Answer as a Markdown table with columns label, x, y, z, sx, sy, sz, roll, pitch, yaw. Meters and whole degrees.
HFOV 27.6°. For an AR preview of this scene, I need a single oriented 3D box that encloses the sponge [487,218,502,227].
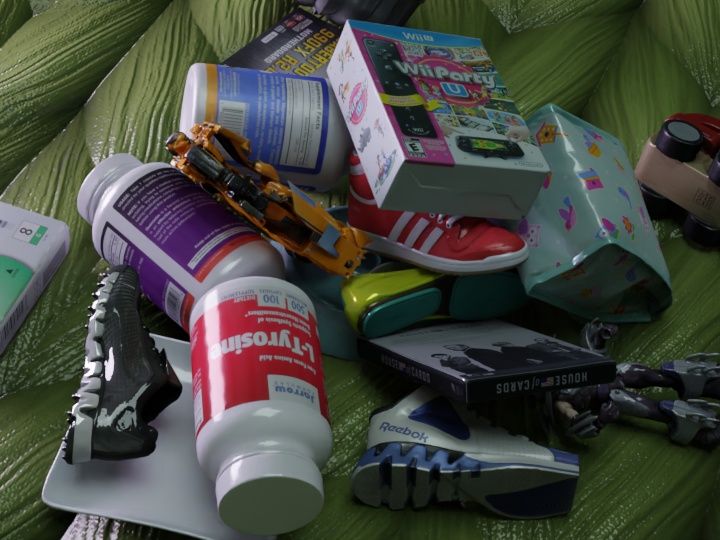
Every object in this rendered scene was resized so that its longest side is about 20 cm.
| label | x | y | z | sx | sy | sz | roll | pitch | yaw |
| --- | --- | --- | --- | --- | --- | --- | --- | --- | --- |
| sponge | 0.169 | -0.069 | 1.517 | 0.111 | 0.030 | 0.200 | 36 | 50 | 14 |

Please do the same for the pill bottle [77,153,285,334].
| label | x | y | z | sx | sy | sz | roll | pitch | yaw |
| --- | --- | --- | --- | --- | --- | --- | --- | --- | --- |
| pill bottle | -0.172 | -0.025 | 1.371 | 0.200 | 0.113 | 0.112 | 39 | 53 | 25 |

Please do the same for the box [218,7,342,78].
| label | x | y | z | sx | sy | sz | roll | pitch | yaw |
| --- | --- | --- | --- | --- | --- | --- | --- | --- | --- |
| box | -0.067 | -0.192 | 1.588 | 0.158 | 0.048 | 0.200 | 32 | 51 | 20 |

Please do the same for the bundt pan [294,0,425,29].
| label | x | y | z | sx | sy | sz | roll | pitch | yaw |
| --- | --- | --- | --- | --- | --- | --- | --- | --- | --- |
| bundt pan | -0.032 | -0.321 | 1.644 | 0.201 | 0.076 | 0.202 | 30 | 7 | -4 |

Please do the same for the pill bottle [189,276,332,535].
| label | x | y | z | sx | sy | sz | roll | pitch | yaw |
| --- | --- | --- | --- | --- | --- | --- | --- | --- | --- |
| pill bottle | -0.082 | 0.112 | 1.214 | 0.112 | 0.113 | 0.201 | -1 | 48 | -10 |

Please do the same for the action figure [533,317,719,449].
| label | x | y | z | sx | sy | sz | roll | pitch | yaw |
| --- | --- | --- | --- | --- | --- | --- | --- | --- | --- |
| action figure | 0.238 | 0.106 | 1.347 | 0.199 | 0.069 | 0.131 | 7 | 55 | 3 |

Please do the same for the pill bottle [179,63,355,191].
| label | x | y | z | sx | sy | sz | roll | pitch | yaw |
| --- | --- | --- | --- | --- | --- | --- | --- | --- | --- |
| pill bottle | -0.072 | -0.136 | 1.430 | 0.199 | 0.112 | 0.112 | 5 | 46 | -14 |

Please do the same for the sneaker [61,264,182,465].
| label | x | y | z | sx | sy | sz | roll | pitch | yaw |
| --- | --- | --- | --- | --- | --- | --- | --- | --- | --- |
| sneaker | -0.196 | 0.083 | 1.260 | 0.090 | 0.067 | 0.201 | 8 | 50 | -5 |

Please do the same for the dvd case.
| label | x | y | z | sx | sy | sz | roll | pitch | yaw |
| --- | --- | --- | --- | --- | --- | --- | --- | --- | --- |
| dvd case | 0.106 | 0.077 | 1.291 | 0.150 | 0.025 | 0.200 | -6 | 10 | -26 |

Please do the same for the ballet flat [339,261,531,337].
| label | x | y | z | sx | sy | sz | roll | pitch | yaw |
| --- | --- | --- | --- | --- | --- | --- | --- | --- | --- |
| ballet flat | 0.069 | 0.013 | 1.369 | 0.199 | 0.067 | 0.067 | -10 | 42 | -28 |

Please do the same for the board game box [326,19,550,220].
| label | x | y | z | sx | sy | sz | roll | pitch | yaw |
| --- | --- | --- | --- | --- | --- | --- | --- | --- | --- |
| board game box | 0.067 | -0.139 | 1.340 | 0.147 | 0.064 | 0.200 | 4 | 42 | -25 |

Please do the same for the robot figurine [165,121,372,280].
| label | x | y | z | sx | sy | sz | roll | pitch | yaw |
| --- | --- | --- | --- | --- | --- | --- | --- | --- | --- |
| robot figurine | -0.089 | -0.069 | 1.328 | 0.200 | 0.145 | 0.058 | 38 | 86 | -20 |

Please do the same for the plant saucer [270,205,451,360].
| label | x | y | z | sx | sy | sz | roll | pitch | yaw |
| --- | --- | --- | --- | --- | --- | --- | --- | --- | --- |
| plant saucer | 0.000 | 0.000 | 1.428 | 0.199 | 0.036 | 0.201 | 5 | 47 | -5 |

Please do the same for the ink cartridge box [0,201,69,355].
| label | x | y | z | sx | sy | sz | roll | pitch | yaw |
| --- | --- | --- | --- | --- | --- | --- | --- | --- | --- |
| ink cartridge box | -0.396 | -0.008 | 1.366 | 0.199 | 0.050 | 0.161 | 19 | 47 | 5 |

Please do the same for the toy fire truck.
| label | x | y | z | sx | sy | sz | roll | pitch | yaw |
| --- | --- | --- | --- | --- | --- | --- | --- | --- | --- |
| toy fire truck | 0.415 | -0.119 | 1.560 | 0.176 | 0.129 | 0.200 | 34 | 39 | 22 |

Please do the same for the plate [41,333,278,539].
| label | x | y | z | sx | sy | sz | roll | pitch | yaw |
| --- | --- | --- | --- | --- | --- | --- | --- | --- | --- |
| plate | -0.151 | 0.149 | 1.267 | 0.199 | 0.032 | 0.200 | 12 | 47 | 2 |

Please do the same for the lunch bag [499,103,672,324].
| label | x | y | z | sx | sy | sz | roll | pitch | yaw |
| --- | --- | --- | --- | --- | --- | --- | --- | --- | --- |
| lunch bag | 0.221 | -0.045 | 1.417 | 0.200 | 0.122 | 0.171 | 21 | 44 | -50 |

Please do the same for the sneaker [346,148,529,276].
| label | x | y | z | sx | sy | sz | roll | pitch | yaw |
| --- | --- | --- | --- | --- | --- | --- | --- | --- | --- |
| sneaker | 0.065 | -0.065 | 1.346 | 0.199 | 0.113 | 0.071 | 13 | 25 | 36 |

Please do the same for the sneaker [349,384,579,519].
| label | x | y | z | sx | sy | sz | roll | pitch | yaw |
| --- | --- | --- | --- | --- | --- | --- | --- | --- | --- |
| sneaker | 0.092 | 0.145 | 1.277 | 0.198 | 0.081 | 0.115 | 5 | 49 | -2 |
